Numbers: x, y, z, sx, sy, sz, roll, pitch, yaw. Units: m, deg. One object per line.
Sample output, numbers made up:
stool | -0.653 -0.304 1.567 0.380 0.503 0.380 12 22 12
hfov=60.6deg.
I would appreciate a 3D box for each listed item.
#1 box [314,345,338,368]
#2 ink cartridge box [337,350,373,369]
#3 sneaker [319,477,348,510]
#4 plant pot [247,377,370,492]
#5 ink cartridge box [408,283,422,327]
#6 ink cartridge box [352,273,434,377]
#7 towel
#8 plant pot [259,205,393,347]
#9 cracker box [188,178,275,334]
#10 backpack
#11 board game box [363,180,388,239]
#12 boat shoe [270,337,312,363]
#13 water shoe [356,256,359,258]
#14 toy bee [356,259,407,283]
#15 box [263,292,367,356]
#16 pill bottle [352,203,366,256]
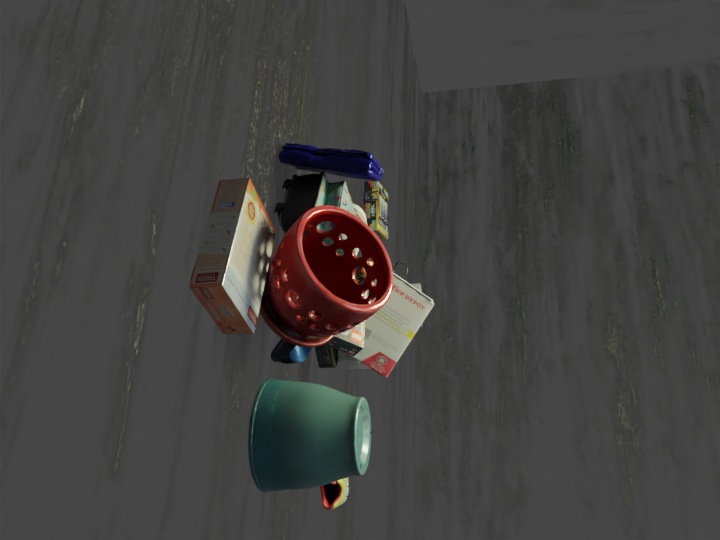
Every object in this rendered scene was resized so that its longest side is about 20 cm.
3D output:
box | -0.079 0.104 1.479 0.160 0.048 0.203 -74 158 -60
ink cartridge box | 0.002 0.149 1.463 0.067 0.115 0.204 -49 135 -75
sneaker | -0.061 0.463 1.441 0.090 0.077 0.204 -2 90 -75
plant pot | -0.081 0.300 1.119 0.200 0.184 0.205 -1 90 -78
ink cartridge box | 0.259 0.180 2.947 0.202 0.075 0.138 74 19 -44
ink cartridge box | 0.049 0.108 1.371 0.202 0.144 0.083 -56 -166 4
towel | -0.057 -0.228 1.281 0.148 0.196 0.051 -16 116 -78
plant pot | -0.068 0.021 1.057 0.182 0.198 0.203 -43 -153 42
cracker box | -0.192 -0.022 0.953 0.135 0.056 0.203 72 20 -52
backpack | -0.083 -0.085 1.285 0.202 0.147 0.180 82 12 -46
board game box | 0.054 -0.203 2.112 0.200 0.056 0.169 27 64 -76
boat shoe | -0.127 0.123 1.216 0.200 0.067 0.086 -39 118 -76
water shoe | 0.010 0.015 1.655 0.201 0.071 0.079 52 55 -22
toy bee | 0.000 0.000 1.538 0.132 0.199 0.109 60 12 24
box | -0.080 0.065 1.180 0.038 0.198 0.138 -43 -149 41
pill bottle | -0.045 -0.093 1.497 0.201 0.117 0.122 -65 150 -65
